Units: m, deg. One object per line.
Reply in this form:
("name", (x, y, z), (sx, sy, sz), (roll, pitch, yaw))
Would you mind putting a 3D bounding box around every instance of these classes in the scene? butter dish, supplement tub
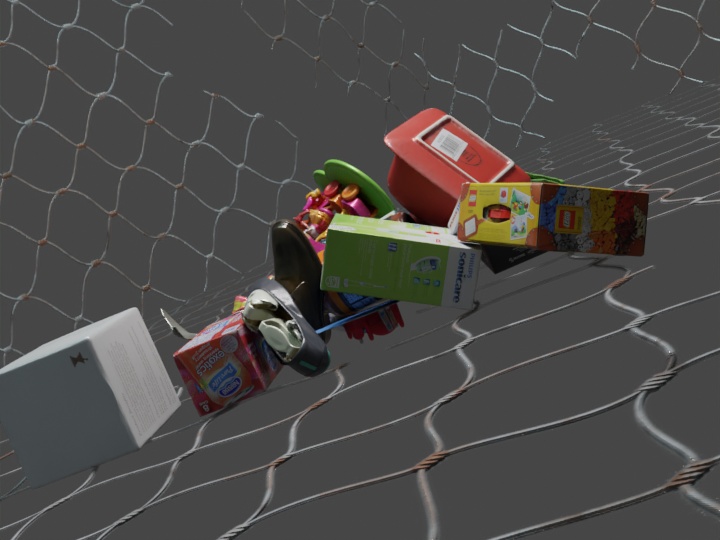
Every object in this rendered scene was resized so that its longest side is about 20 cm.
("butter dish", (0.121, -0.122, 1.605), (0.148, 0.199, 0.200), (-57, -9, 34))
("supplement tub", (0.000, 0.000, 1.589), (0.200, 0.107, 0.107), (-26, 5, 15))

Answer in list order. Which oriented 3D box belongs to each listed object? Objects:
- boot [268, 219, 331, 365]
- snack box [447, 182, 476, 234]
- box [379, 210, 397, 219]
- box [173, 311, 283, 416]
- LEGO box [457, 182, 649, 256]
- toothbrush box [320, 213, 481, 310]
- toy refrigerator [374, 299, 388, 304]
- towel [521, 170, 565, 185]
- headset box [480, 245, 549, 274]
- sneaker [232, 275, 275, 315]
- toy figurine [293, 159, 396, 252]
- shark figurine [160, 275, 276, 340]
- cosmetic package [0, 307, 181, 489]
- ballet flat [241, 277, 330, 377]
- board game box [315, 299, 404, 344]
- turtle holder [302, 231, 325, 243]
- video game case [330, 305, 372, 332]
("boot", (-0.098, 0.034, 1.518), (0.075, 0.200, 0.097), (-7, 17, 29))
("snack box", (0.219, -0.075, 1.466), (0.200, 0.072, 0.024), (4, 38, -24))
("box", (-0.016, -0.009, 1.690), (0.200, 0.049, 0.082), (-32, 22, 16))
("box", (-0.176, 0.121, 1.513), (0.100, 0.096, 0.200), (-22, 6, 8))
("LEGO box", (0.230, -0.064, 1.327), (0.149, 0.077, 0.200), (3, 3, -22))
("toothbrush box", (0.054, -0.014, 1.444), (0.200, 0.086, 0.146), (9, 11, 2))
("toy refrigerator", (0.086, -0.016, 1.829), (0.076, 0.070, 0.200), (-19, 12, 37))
("towel", (0.224, -0.094, 1.768), (0.200, 0.031, 0.149), (-35, -23, 34))
("headset box", (0.245, -0.063, 1.622), (0.149, 0.075, 0.200), (-24, 6, 2))
("sneaker", (-0.181, 0.087, 1.722), (0.200, 0.090, 0.078), (-45, 11, -23))
("toy figurine", (-0.068, -0.070, 1.808), (0.184, 0.150, 0.200), (-51, 34, -16))
("shark figurine", (-0.187, 0.068, 1.663), (0.214, 0.128, 0.090), (-22, 42, 10))
("cosmetic package", (-0.378, 0.171, 1.504), (0.166, 0.168, 0.200), (-21, 6, 10))
("ballet flat", (-0.112, 0.067, 1.424), (0.073, 0.073, 0.200), (-26, 45, -20))
("board game box", (0.013, 0.075, 1.491), (0.158, 0.039, 0.200), (-22, -1, 26))
("turtle holder", (-0.059, -0.003, 1.891), (0.185, 0.141, 0.132), (7, 20, -20))
("video game case", (0.007, 0.014, 1.702), (0.200, 0.018, 0.143), (-47, 25, -19))
